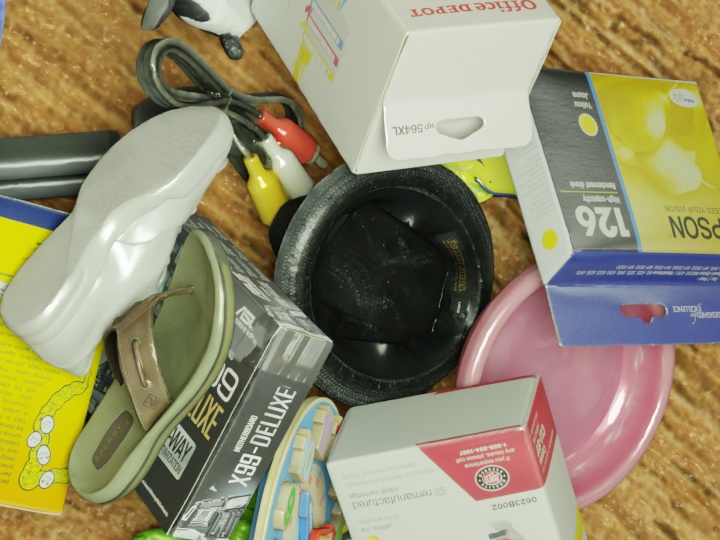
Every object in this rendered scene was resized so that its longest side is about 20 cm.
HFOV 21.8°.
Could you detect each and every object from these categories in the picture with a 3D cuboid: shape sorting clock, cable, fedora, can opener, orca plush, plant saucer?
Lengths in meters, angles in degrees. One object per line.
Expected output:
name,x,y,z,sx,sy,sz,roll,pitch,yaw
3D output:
shape sorting clock,-0.040,0.186,1.281,0.039,0.200,0.201,4,89,13
cable,-0.081,-0.111,1.315,0.200,0.050,0.097,53,52,-49
fedora,0.000,0.000,1.342,0.200,0.091,0.202,-13,112,-34
can opener,-0.188,-0.086,1.346,0.199,0.053,0.067,-9,58,-14
orca plush,-0.127,-0.187,1.291,0.071,0.200,0.106,-11,106,13
plant saucer,0.143,0.080,1.381,0.200,0.051,0.202,-10,109,-32

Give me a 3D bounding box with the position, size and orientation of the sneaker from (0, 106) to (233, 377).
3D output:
sneaker,-0.148,-0.019,1.241,0.200,0.075,0.089,-49,133,-11

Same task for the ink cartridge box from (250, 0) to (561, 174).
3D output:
ink cartridge box,0.033,-0.166,1.274,0.128,0.126,0.200,-10,51,-30

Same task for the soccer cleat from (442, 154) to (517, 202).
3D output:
soccer cleat,0.077,-0.092,1.391,0.200,0.065,0.084,28,101,-7

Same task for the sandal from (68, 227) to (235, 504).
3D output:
sandal,-0.141,0.065,1.205,0.057,0.080,0.201,20,107,-38

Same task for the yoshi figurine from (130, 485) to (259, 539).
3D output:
yoshi figurine,-0.111,0.189,1.313,0.111,0.112,0.201,3,92,4

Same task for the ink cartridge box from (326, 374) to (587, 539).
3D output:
ink cartridge box,0.078,0.188,1.300,0.145,0.083,0.201,-12,111,16

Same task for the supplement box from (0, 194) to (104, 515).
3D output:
supplement box,-0.248,0.053,1.280,0.109,0.109,0.201,16,87,-35

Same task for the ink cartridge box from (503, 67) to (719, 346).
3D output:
ink cartridge box,0.196,-0.047,1.354,0.197,0.047,0.201,0,66,-41

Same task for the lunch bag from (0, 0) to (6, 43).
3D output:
lunch bag,-0.333,-0.165,1.265,0.169,0.127,0.201,6,101,2

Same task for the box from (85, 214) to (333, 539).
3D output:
box,-0.115,0.066,1.262,0.050,0.200,0.158,20,105,-37

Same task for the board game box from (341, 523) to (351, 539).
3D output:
board game box,-0.021,0.215,1.390,0.199,0.023,0.105,-10,90,-12
